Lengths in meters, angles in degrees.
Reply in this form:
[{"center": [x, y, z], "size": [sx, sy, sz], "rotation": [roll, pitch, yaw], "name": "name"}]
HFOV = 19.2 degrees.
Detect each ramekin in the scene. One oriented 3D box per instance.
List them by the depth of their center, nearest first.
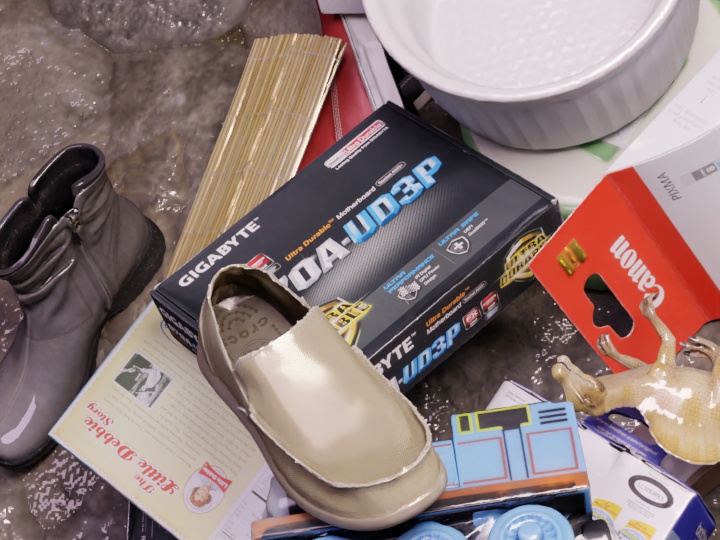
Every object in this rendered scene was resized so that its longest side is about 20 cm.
[{"center": [0.107, -0.170, 1.260], "size": [0.199, 0.098, 0.202], "rotation": [-7, 66, 16], "name": "ramekin"}, {"center": [0.156, -0.098, 1.324], "size": [0.199, 0.098, 0.201], "rotation": [-7, 66, 16], "name": "ramekin"}]

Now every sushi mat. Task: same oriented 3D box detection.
[{"center": [-0.072, -0.061, 1.379], "size": [0.095, 0.012, 0.201], "rotation": [9, 76, 53], "name": "sushi mat"}]

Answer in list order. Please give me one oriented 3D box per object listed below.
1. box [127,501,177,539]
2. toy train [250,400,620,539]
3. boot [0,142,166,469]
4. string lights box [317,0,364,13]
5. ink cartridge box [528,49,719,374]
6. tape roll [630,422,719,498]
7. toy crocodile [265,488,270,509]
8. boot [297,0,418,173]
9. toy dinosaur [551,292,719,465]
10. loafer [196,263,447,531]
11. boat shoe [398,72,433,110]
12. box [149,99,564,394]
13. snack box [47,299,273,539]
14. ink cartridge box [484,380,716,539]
[{"center": [-0.064, 0.141, 1.320], "size": [0.158, 0.046, 0.201], "rotation": [-7, 67, 15], "name": "box"}, {"center": [0.036, 0.140, 1.129], "size": [0.198, 0.087, 0.115], "rotation": [-9, 51, 2], "name": "toy train"}, {"center": [-0.212, 0.021, 1.382], "size": [0.069, 0.132, 0.201], "rotation": [20, 76, 24], "name": "boot"}, {"center": [0.015, -0.271, 1.404], "size": [0.059, 0.103, 0.201], "rotation": [1, 44, 20], "name": "string lights box"}, {"center": [0.209, -0.026, 1.240], "size": [0.200, 0.160, 0.047], "rotation": [-47, 43, -5], "name": "ink cartridge box"}, {"center": [0.231, 0.159, 1.227], "size": [0.201, 0.037, 0.204], "rotation": [-7, 67, 16], "name": "tape roll"}, {"center": [-0.039, 0.164, 1.193], "size": [0.067, 0.062, 0.201], "rotation": [27, 78, 20], "name": "toy crocodile"}, {"center": [-0.035, -0.093, 1.407], "size": [0.143, 0.072, 0.201], "rotation": [-21, 67, 11], "name": "boot"}, {"center": [0.204, 0.071, 1.216], "size": [0.198, 0.058, 0.102], "rotation": [11, 50, -1], "name": "toy dinosaur"}, {"center": [-0.031, 0.063, 1.116], "size": [0.075, 0.069, 0.200], "rotation": [-35, 45, -19], "name": "loafer"}, {"center": [0.066, -0.191, 1.393], "size": [0.067, 0.072, 0.201], "rotation": [31, 65, -8], "name": "boat shoe"}, {"center": [0.000, 0.000, 1.254], "size": [0.200, 0.046, 0.159], "rotation": [-39, 46, -18], "name": "box"}, {"center": [-0.081, 0.111, 1.281], "size": [0.200, 0.037, 0.116], "rotation": [35, 82, 25], "name": "snack box"}, {"center": [0.107, 0.158, 1.206], "size": [0.136, 0.076, 0.201], "rotation": [30, 82, 27], "name": "ink cartridge box"}]
